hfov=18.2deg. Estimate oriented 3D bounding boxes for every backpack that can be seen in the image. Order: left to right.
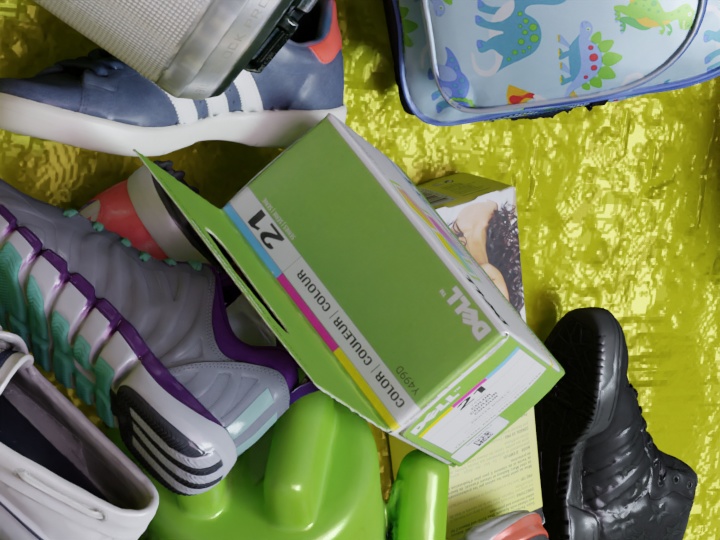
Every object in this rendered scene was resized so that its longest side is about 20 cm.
[{"bbox_3d":[0.107,-0.165,1.102,0.200,0.147,0.183,-10,110,0],"label":"backpack"}]

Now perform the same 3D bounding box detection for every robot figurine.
[{"bbox_3d":[-0.046,0.124,1.106,0.200,0.175,0.116,84,12,-55],"label":"robot figurine"}]

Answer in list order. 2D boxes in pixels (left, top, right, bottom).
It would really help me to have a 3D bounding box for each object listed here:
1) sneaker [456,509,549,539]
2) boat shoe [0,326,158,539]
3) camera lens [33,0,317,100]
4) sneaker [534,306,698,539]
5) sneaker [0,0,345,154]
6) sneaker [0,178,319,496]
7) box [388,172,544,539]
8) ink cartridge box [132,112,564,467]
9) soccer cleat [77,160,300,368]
[{"bbox_3d":[0.035,0.216,1.196,0.200,0.082,0.077,-43,157,11],"label":"sneaker"},{"bbox_3d":[-0.172,0.053,1.008,0.200,0.065,0.074,40,35,-6],"label":"boat shoe"},{"bbox_3d":[-0.097,-0.182,0.956,0.200,0.160,0.160,34,80,-8],"label":"camera lens"},{"bbox_3d":[0.151,0.114,1.304,0.104,0.060,0.200,-4,109,-33],"label":"sneaker"},{"bbox_3d":[-0.090,-0.103,1.064,0.200,0.075,0.085,-7,107,-44],"label":"sneaker"},{"bbox_3d":[-0.109,0.012,1.032,0.088,0.200,0.074,-36,159,-26],"label":"sneaker"},{"bbox_3d":[0.051,0.053,1.223,0.075,0.050,0.200,-19,113,-30],"label":"box"},{"bbox_3d":[0.000,0.000,1.033,0.076,0.148,0.200,-41,157,6],"label":"ink cartridge box"},{"bbox_3d":[-0.079,0.027,1.125,0.073,0.068,0.200,-28,133,9],"label":"soccer cleat"}]
